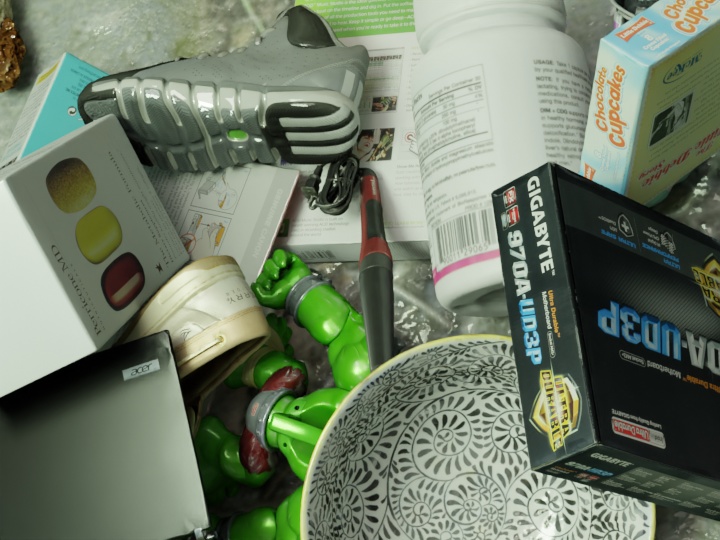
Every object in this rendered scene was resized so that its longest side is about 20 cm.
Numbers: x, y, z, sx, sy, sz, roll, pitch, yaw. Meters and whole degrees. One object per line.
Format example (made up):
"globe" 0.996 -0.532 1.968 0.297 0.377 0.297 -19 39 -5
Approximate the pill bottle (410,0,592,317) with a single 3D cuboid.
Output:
"pill bottle" 0.091 -0.081 1.002 0.112 0.113 0.202 -11 75 18

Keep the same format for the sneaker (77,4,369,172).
"sneaker" -0.085 -0.129 1.098 0.198 0.075 0.116 5 51 16

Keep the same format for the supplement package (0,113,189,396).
"supplement package" -0.198 -0.007 0.991 0.109 0.200 0.114 -25 101 15

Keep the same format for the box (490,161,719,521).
"box" 0.158 0.045 0.891 0.046 0.199 0.160 -26 57 37

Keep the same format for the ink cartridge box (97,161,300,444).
"ink cartridge box" -0.137 0.013 1.110 0.175 0.045 0.201 14 76 29

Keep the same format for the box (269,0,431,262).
"box" 0.014 -0.104 1.108 0.143 0.036 0.202 -1 69 22

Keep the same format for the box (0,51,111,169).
"box" -0.237 -0.050 1.157 0.082 0.049 0.201 -12 55 65

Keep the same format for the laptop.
"laptop" -0.151 0.162 0.993 0.176 0.201 0.104 -18 40 16

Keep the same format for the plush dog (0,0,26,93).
"plush dog" -0.348 -0.183 1.252 0.171 0.160 0.201 -31 87 -9

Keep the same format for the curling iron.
"curling iron" 0.000 0.000 1.006 0.049 0.026 0.201 -17 46 4

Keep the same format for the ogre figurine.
"ogre figurine" -0.040 0.100 1.009 0.119 0.098 0.201 16 67 37

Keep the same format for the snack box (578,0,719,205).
"snack box" 0.208 -0.123 0.940 0.199 0.117 0.037 -34 55 -29

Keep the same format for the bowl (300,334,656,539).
"bowl" 0.061 0.135 0.933 0.199 0.094 0.203 0 91 -6

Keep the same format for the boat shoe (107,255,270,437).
"boat shoe" -0.129 0.081 0.999 0.069 0.074 0.200 51 116 21

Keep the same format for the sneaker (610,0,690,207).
"sneaker" 0.174 -0.150 0.998 0.077 0.140 0.202 7 71 24
